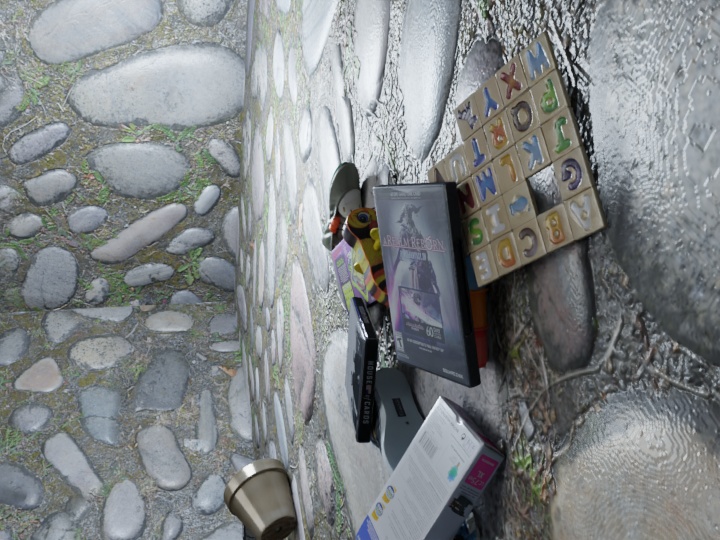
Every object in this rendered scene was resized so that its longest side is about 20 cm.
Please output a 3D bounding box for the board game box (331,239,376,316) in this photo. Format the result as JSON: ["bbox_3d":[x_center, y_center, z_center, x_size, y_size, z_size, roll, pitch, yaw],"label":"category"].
[{"bbox_3d":[0.000,0.000,1.161,0.200,0.032,0.123,143,109,-70],"label":"board game box"}]

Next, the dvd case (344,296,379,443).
[{"bbox_3d":[-0.001,0.141,1.062,0.200,0.024,0.155,-111,25,-75],"label":"dvd case"}]

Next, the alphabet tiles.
[{"bbox_3d":[0.126,-0.086,0.647,0.199,0.007,0.172,-33,68,57],"label":"alphabet tiles"}]

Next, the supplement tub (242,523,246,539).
[{"bbox_3d":[-0.328,0.841,2.319,0.122,0.119,0.206,-151,60,-71],"label":"supplement tub"}]

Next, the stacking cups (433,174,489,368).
[{"bbox_3d":[0.107,0.000,0.756,0.060,0.059,0.206,-165,73,-73],"label":"stacking cups"}]

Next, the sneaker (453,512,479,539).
[{"bbox_3d":[0.096,0.324,0.855,0.089,0.074,0.199,67,164,-5],"label":"sneaker"}]

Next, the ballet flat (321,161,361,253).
[{"bbox_3d":[-0.024,-0.100,1.239,0.064,0.067,0.202,47,146,24],"label":"ballet flat"}]

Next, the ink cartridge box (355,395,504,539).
[{"bbox_3d":[0.071,0.254,0.788,0.202,0.041,0.119,-57,22,4],"label":"ink cartridge box"}]

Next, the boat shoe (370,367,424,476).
[{"bbox_3d":[0.052,0.236,0.981,0.202,0.069,0.093,-102,16,-53],"label":"boat shoe"}]

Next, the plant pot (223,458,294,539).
[{"bbox_3d":[-0.267,0.671,2.014,0.174,0.196,0.204,47,140,40],"label":"plant pot"}]

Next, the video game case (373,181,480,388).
[{"bbox_3d":[0.067,0.010,0.753,0.142,0.019,0.206,10,112,61],"label":"video game case"}]

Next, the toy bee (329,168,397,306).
[{"bbox_3d":[0.010,-0.040,1.013,0.133,0.106,0.203,101,160,-44],"label":"toy bee"}]
